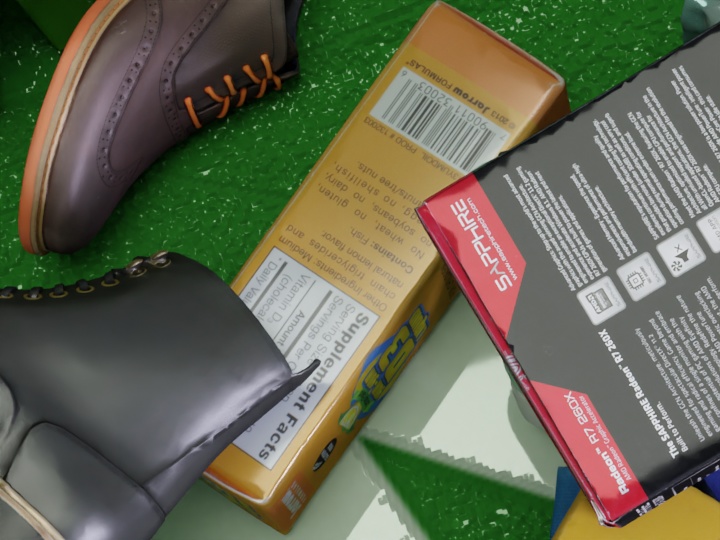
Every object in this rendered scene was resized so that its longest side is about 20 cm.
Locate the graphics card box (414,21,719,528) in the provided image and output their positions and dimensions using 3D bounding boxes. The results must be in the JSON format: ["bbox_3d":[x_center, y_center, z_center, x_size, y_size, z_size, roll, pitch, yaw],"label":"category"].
[{"bbox_3d":[0.135,-0.018,0.789,0.200,0.051,0.126,-32,77,4],"label":"graphics card box"}]

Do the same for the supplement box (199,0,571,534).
[{"bbox_3d":[0.000,0.000,0.917,0.069,0.067,0.200,35,82,16],"label":"supplement box"}]

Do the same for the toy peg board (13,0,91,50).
[{"bbox_3d":[-0.224,-0.121,0.992,0.200,0.098,0.199,-40,55,-4],"label":"toy peg board"}]

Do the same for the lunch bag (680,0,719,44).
[{"bbox_3d":[0.238,-0.107,0.881,0.170,0.122,0.200,37,78,16],"label":"lunch bag"}]

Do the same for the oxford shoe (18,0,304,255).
[{"bbox_3d":[-0.067,-0.085,0.954,0.072,0.071,0.201,28,79,12],"label":"oxford shoe"}]

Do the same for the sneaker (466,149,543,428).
[{"bbox_3d":[0.126,-0.006,0.838,0.200,0.119,0.074,-7,31,30],"label":"sneaker"}]

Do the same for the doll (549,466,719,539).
[{"bbox_3d":[0.133,0.104,0.870,0.200,0.048,0.137,-34,64,-1],"label":"doll"}]

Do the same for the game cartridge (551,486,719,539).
[{"bbox_3d":[0.128,0.171,0.775,0.199,0.032,0.176,31,53,8],"label":"game cartridge"}]

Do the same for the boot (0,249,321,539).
[{"bbox_3d":[-0.127,0.016,0.860,0.138,0.077,0.200,-41,83,-19],"label":"boot"}]
